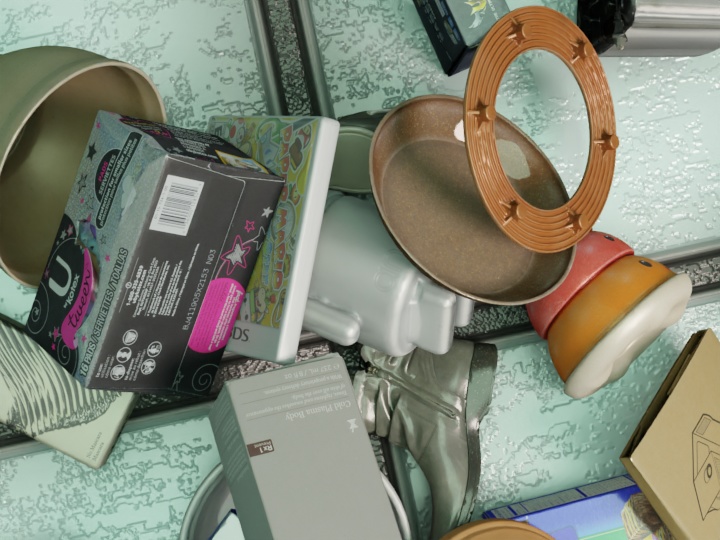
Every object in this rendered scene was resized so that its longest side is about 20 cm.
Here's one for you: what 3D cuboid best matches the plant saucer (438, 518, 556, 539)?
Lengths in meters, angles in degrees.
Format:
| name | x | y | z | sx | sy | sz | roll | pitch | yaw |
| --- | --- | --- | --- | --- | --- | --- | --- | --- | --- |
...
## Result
| name | x | y | z | sx | sy | sz | roll | pitch | yaw |
| --- | --- | --- | --- | --- | --- | --- | --- | --- | --- |
| plant saucer | 0.118 | 0.304 | 1.305 | 0.198 | 0.037 | 0.203 | 4 | 81 | -28 |

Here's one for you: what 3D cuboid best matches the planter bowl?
| name | x | y | z | sx | sy | sz | roll | pitch | yaw |
| --- | --- | --- | --- | --- | --- | --- | --- | --- | --- |
| planter bowl | -0.278 | -0.104 | 1.350 | 0.134 | 0.200 | 0.202 | 28 | 87 | 27 |

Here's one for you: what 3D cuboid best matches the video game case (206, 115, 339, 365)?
| name | x | y | z | sx | sy | sz | roll | pitch | yaw |
| --- | --- | --- | --- | --- | --- | --- | --- | --- | --- |
| video game case | -0.094 | -0.031 | 1.359 | 0.023 | 0.181 | 0.202 | 13 | 87 | -36 |

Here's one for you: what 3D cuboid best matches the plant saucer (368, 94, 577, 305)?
| name | x | y | z | sx | sy | sz | roll | pitch | yaw |
| --- | --- | --- | --- | --- | --- | --- | --- | --- | --- |
| plant saucer | 0.088 | -0.053 | 1.333 | 0.198 | 0.037 | 0.202 | 15 | 55 | -22 |

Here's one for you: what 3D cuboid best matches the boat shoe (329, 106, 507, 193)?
| name | x | y | z | sx | sy | sz | roll | pitch | yaw |
| --- | --- | --- | --- | --- | --- | --- | --- | --- | --- |
| boat shoe | 0.032 | -0.113 | 1.427 | 0.197 | 0.057 | 0.067 | -3 | 122 | 1 |

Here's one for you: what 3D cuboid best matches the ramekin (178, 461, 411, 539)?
| name | x | y | z | sx | sy | sz | roll | pitch | yaw |
| --- | --- | --- | --- | --- | --- | --- | --- | --- | --- |
| ramekin | -0.056 | 0.239 | 1.381 | 0.198 | 0.105 | 0.203 | 0 | 88 | -2 |

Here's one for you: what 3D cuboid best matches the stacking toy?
| name | x | y | z | sx | sy | sz | roll | pitch | yaw |
| --- | --- | --- | --- | --- | --- | --- | --- | --- | --- |
| stacking toy | 0.176 | -0.003 | 1.401 | 0.146 | 0.146 | 0.200 | -42 | 75 | -3 |

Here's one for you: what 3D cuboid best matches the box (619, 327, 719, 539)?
| name | x | y | z | sx | sy | sz | roll | pitch | yaw |
| --- | --- | --- | --- | --- | --- | --- | --- | --- | --- |
| box | 0.310 | 0.177 | 1.372 | 0.201 | 0.021 | 0.164 | 54 | 51 | -18 |

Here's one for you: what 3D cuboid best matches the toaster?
| name | x | y | z | sx | sy | sz | roll | pitch | yaw |
| --- | --- | --- | --- | --- | --- | --- | --- | --- | --- |
| toaster | 0.252 | -0.270 | 1.373 | 0.117 | 0.181 | 0.203 | 2 | 87 | -4 |

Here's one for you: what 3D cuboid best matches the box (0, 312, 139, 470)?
| name | x | y | z | sx | sy | sz | roll | pitch | yaw |
| --- | --- | --- | --- | --- | --- | --- | --- | --- | --- |
| box | -0.294 | 0.092 | 1.392 | 0.198 | 0.068 | 0.083 | 26 | 88 | -2 |

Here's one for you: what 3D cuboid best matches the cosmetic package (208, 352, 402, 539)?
| name | x | y | z | sx | sy | sz | roll | pitch | yaw |
| --- | --- | --- | --- | --- | --- | --- | --- | --- | --- |
| cosmetic package | -0.040 | 0.181 | 1.266 | 0.106 | 0.090 | 0.202 | -13 | 68 | -22 |

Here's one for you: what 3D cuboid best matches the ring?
| name | x | y | z | sx | sy | sz | roll | pitch | yaw |
| --- | --- | --- | --- | --- | --- | --- | --- | --- | --- |
| ring | 0.154 | -0.115 | 1.313 | 0.199 | 0.019 | 0.203 | 2 | 88 | -45 |

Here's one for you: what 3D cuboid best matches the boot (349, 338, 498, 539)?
| name | x | y | z | sx | sy | sz | roll | pitch | yaw |
| --- | --- | --- | --- | --- | --- | --- | --- | --- | --- |
| boot | 0.044 | 0.148 | 1.415 | 0.129 | 0.068 | 0.202 | 9 | 80 | 2 |

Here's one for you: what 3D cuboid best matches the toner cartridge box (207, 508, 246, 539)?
| name | x | y | z | sx | sy | sz | roll | pitch | yaw |
| --- | --- | --- | --- | --- | --- | --- | --- | --- | --- |
| toner cartridge box | -0.054 | 0.292 | 1.305 | 0.199 | 0.043 | 0.095 | 37 | 85 | -1 |

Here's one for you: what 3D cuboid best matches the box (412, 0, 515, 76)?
| name | x | y | z | sx | sy | sz | roll | pitch | yaw |
| --- | --- | --- | --- | --- | --- | --- | --- | --- | --- |
| box | 0.061 | -0.275 | 1.375 | 0.051 | 0.158 | 0.202 | -24 | 90 | -3 |

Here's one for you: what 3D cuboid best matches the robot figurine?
| name | x | y | z | sx | sy | sz | roll | pitch | yaw |
| --- | --- | --- | --- | --- | --- | --- | --- | --- | --- |
| robot figurine | 0.000 | 0.000 | 1.372 | 0.198 | 0.170 | 0.114 | 21 | 130 | 20 |

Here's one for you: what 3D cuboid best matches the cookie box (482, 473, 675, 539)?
| name | x | y | z | sx | sy | sz | roll | pitch | yaw |
| --- | --- | --- | --- | --- | --- | --- | --- | --- | --- |
| cookie box | 0.223 | 0.274 | 1.407 | 0.198 | 0.075 | 0.173 | -14 | 89 | -3 |

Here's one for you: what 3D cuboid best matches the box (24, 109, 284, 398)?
| name | x | y | z | sx | sy | sz | roll | pitch | yaw |
| --- | --- | --- | --- | --- | --- | --- | --- | --- | --- |
| box | -0.172 | -0.013 | 1.322 | 0.131 | 0.114 | 0.202 | 9 | 106 | -44 |
